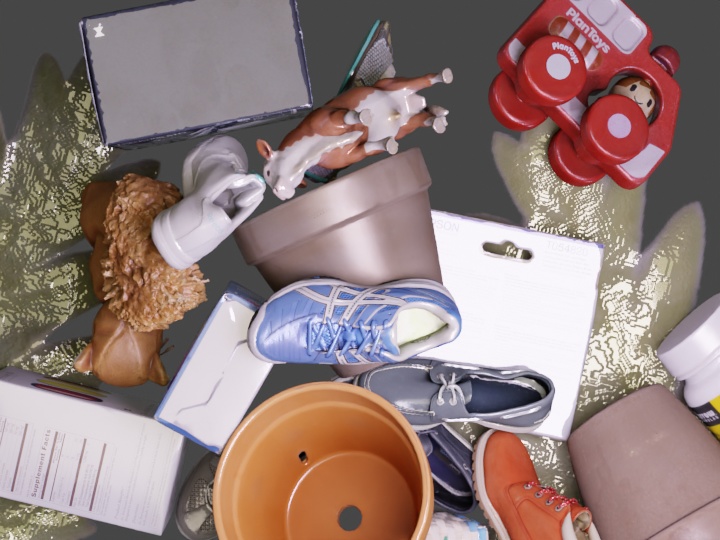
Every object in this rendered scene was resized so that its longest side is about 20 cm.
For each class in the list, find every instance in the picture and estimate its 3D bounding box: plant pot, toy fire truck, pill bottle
[{"bbox_3d":[0.000,0.000,1.687,0.198,0.200,0.175,-24,90,-1],"label":"plant pot"},{"bbox_3d":[0.235,-0.189,1.748,0.200,0.112,0.168,42,72,-3],"label":"toy fire truck"},{"bbox_3d":[-0.021,0.215,1.622,0.198,0.140,0.202,-4,72,12],"label":"plant pot"},{"bbox_3d":[0.392,0.125,1.748,0.114,0.114,0.200,-43,92,0],"label":"pill bottle"},{"bbox_3d":[0.288,0.213,1.724,0.199,0.200,0.176,-30,75,-1],"label":"plant pot"}]

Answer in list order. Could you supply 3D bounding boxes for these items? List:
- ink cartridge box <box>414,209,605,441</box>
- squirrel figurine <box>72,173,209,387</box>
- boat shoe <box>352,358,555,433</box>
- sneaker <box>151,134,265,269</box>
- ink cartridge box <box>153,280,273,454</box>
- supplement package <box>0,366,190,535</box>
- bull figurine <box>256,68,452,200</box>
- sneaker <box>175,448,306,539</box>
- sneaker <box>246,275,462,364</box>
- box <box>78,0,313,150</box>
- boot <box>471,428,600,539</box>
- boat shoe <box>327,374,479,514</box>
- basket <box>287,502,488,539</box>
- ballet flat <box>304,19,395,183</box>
[{"bbox_3d":[0.132,0.053,1.775,0.197,0.041,0.202,12,92,0],"label":"ink cartridge box"},{"bbox_3d":[-0.215,0.014,1.686,0.140,0.200,0.189,15,79,-9],"label":"squirrel figurine"},{"bbox_3d":[0.093,0.113,1.704,0.198,0.062,0.074,8,63,-12],"label":"boat shoe"},{"bbox_3d":[-0.121,-0.073,1.628,0.088,0.201,0.075,-28,112,24],"label":"sneaker"},{"bbox_3d":[-0.128,0.088,1.691,0.076,0.200,0.137,31,91,-2],"label":"ink cartridge box"},{"bbox_3d":[-0.272,0.174,1.732,0.198,0.114,0.111,14,92,-2],"label":"supplement package"},{"bbox_3d":[-0.001,-0.129,1.613,0.200,0.121,0.066,-36,111,-39],"label":"bull figurine"},{"bbox_3d":[-0.108,0.189,1.752,0.200,0.082,0.075,-45,92,0],"label":"sneaker"},{"bbox_3d":[-0.003,0.046,1.572,0.198,0.077,0.077,-10,106,-13],"label":"sneaker"},{"bbox_3d":[-0.149,-0.192,1.685,0.198,0.197,0.125,-11,91,-1],"label":"box"},{"bbox_3d":[0.176,0.230,1.706,0.107,0.075,0.202,-41,55,37],"label":"boot"},{"bbox_3d":[0.047,0.169,1.743,0.199,0.062,0.075,39,121,-15],"label":"boat shoe"},{"bbox_3d":[0.026,0.307,1.731,0.198,0.139,0.179,-4,91,-10],"label":"basket"},{"bbox_3d":[-0.004,-0.158,1.727,0.072,0.072,0.201,33,58,-2],"label":"ballet flat"}]
